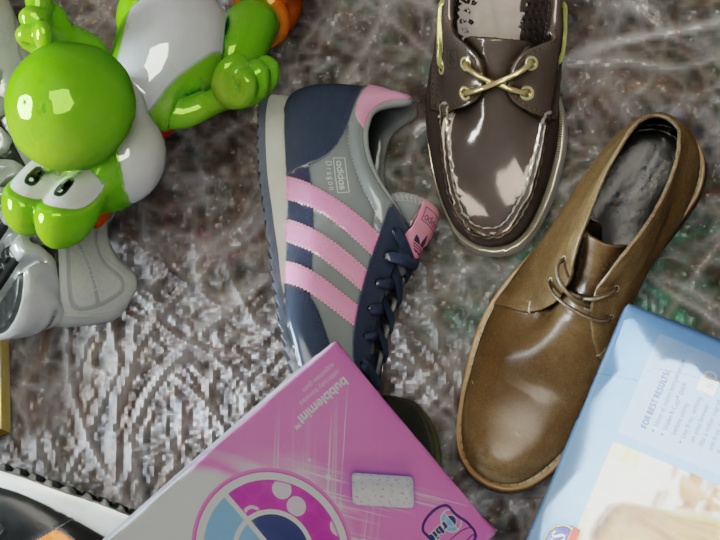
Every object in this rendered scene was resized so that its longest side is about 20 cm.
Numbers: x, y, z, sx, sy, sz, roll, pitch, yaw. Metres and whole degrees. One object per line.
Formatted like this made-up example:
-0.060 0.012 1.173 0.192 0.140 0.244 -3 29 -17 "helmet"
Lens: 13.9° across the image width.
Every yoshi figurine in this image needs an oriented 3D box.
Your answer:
-0.105 -0.101 1.407 0.112 0.112 0.200 50 54 -23 "yoshi figurine"

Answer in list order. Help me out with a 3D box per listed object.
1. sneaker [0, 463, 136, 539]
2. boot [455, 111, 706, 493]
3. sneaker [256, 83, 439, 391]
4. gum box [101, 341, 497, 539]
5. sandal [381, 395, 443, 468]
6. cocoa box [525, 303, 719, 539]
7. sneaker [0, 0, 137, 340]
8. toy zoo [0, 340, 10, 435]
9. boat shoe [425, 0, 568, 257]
-0.139 0.154 1.425 0.199 0.070 0.090 18 81 9 "sneaker"
0.100 0.012 1.410 0.073 0.075 0.201 27 87 10 "boot"
0.000 0.000 1.418 0.082 0.070 0.201 -10 72 6 "sneaker"
-0.052 0.140 1.299 0.200 0.066 0.114 -40 91 -27 "gum box"
0.011 0.160 1.413 0.079 0.057 0.202 3 67 15 "sandal"
0.146 0.136 1.354 0.133 0.131 0.201 23 85 11 "cocoa box"
-0.167 -0.056 1.468 0.081 0.075 0.201 1 61 -33 "sneaker"
-0.256 0.036 1.486 0.199 0.020 0.132 -15 79 6 "toy zoo"
0.068 -0.109 1.440 0.072 0.060 0.201 5 82 9 "boat shoe"
